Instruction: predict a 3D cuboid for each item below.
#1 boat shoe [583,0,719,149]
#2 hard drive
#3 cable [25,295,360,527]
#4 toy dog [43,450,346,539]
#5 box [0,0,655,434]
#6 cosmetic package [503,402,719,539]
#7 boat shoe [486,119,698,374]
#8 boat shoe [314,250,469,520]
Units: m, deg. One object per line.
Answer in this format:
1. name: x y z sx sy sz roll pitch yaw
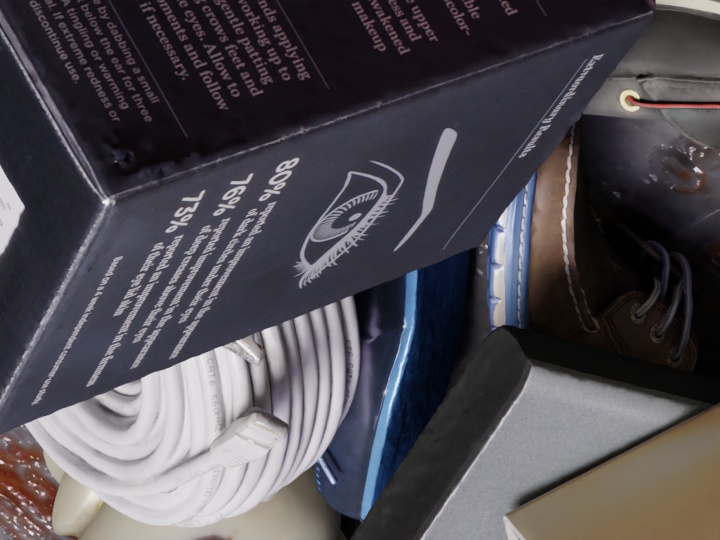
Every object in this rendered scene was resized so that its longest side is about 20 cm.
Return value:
1. boat shoe: 0.125 -0.075 0.930 0.201 0.074 0.063 10 130 25
2. hard drive: 0.090 0.097 1.043 0.199 0.033 0.140 15 118 -38
3. cable: -0.084 -0.005 1.040 0.200 0.069 0.200 57 152 10
4. toy dog: -0.080 0.162 1.154 0.139 0.200 0.194 37 146 -18
5. box: -0.037 -0.054 0.876 0.105 0.199 0.148 59 147 16
6. cosmetic package: 0.157 0.093 1.003 0.199 0.071 0.105 -27 133 -11
7. boat shoe: 0.086 0.018 1.055 0.072 0.072 0.200 -1 136 9
8. boat shoe: 0.000 0.000 1.075 0.068 0.084 0.201 18 122 17
